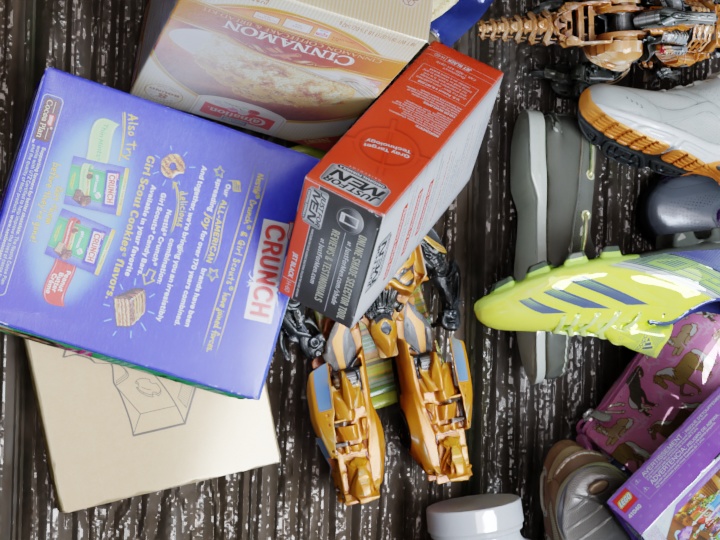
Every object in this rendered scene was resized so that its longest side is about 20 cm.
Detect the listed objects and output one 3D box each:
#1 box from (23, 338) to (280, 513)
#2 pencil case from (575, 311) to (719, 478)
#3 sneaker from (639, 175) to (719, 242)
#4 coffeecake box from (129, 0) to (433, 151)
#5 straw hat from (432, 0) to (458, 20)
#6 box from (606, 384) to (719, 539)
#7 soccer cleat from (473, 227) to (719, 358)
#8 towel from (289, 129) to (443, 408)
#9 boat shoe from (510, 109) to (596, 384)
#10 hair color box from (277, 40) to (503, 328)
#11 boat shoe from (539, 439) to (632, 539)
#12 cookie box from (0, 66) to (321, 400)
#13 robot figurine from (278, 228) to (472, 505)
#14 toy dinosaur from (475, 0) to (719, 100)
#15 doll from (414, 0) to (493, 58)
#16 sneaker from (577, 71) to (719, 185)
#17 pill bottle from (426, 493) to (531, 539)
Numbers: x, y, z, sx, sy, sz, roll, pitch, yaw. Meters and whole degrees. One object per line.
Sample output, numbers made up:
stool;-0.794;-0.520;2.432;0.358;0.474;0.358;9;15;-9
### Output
box;-0.152;0.054;1.128;0.162;0.021;0.202;-12;93;-17
pencil case;0.245;0.071;1.198;0.201;0.083;0.086;-54;145;0
sneaker;0.317;-0.044;1.234;0.198;0.087;0.075;4;88;-16
coffeecake box;-0.056;-0.163;1.064;0.152;0.200;0.074;14;70;-15
straw hat;0.011;-0.274;1.122;0.199;0.085;0.203;0;79;-2
box;0.258;0.165;1.129;0.137;0.039;0.200;-44;140;-5
soccer cleat;0.179;0.024;1.122;0.198;0.065;0.085;-11;89;-9
towel;0.000;0.000;1.176;0.085;0.018;0.202;-17;94;-17
boat shoe;0.147;-0.018;1.192;0.060;0.072;0.204;1;85;-11
hair color box;0.023;-0.062;1.085;0.061;0.102;0.200;26;41;11
boat shoe;0.173;0.206;1.180;0.075;0.072;0.202;-17;124;-12
cookie box;-0.144;-0.020;1.080;0.198;0.075;0.173;18;84;-15
robot figurine;0.016;0.057;1.142;0.144;0.058;0.202;-11;92;-16
toy dinosaur;0.184;-0.181;1.173;0.198;0.136;0.103;20;84;-15
doll;0.087;-0.254;1.190;0.136;0.048;0.200;41;78;-5
sneaker;0.252;-0.115;1.178;0.198;0.076;0.093;15;80;-17
pill bottle;0.093;0.265;1.150;0.110;0.111;0.202;-8;92;-16
